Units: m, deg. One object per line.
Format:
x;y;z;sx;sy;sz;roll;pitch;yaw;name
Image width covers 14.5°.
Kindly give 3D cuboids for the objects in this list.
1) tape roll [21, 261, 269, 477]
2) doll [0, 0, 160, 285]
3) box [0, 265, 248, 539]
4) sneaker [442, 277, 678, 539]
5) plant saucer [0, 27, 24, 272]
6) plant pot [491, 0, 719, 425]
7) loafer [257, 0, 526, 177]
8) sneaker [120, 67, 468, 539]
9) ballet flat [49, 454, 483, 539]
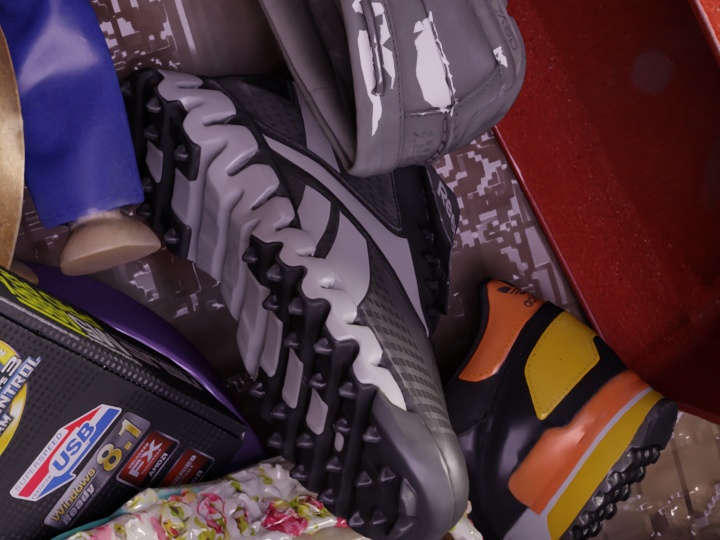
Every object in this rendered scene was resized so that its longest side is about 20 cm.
-0.122;0.100;0.915;0.199;0.066;0.201;-3;104;-11;tape roll
-0.128;-0.090;0.846;0.136;0.048;0.201;-18;85;9;doll
-0.142;0.091;0.806;0.200;0.044;0.160;-52;146;2;box
0.014;0.092;0.951;0.090;0.070;0.200;44;102;13;sneaker
-0.195;-0.033;0.828;0.199;0.035;0.201;1;93;20;plant saucer
0.151;-0.076;0.875;0.176;0.200;0.200;-33;108;-14;plant pot
-0.024;-0.122;0.855;0.070;0.070;0.200;-27;82;-30;loafer
0.000;0.000;0.864;0.090;0.200;0.067;-11;134;-24;sneaker
-0.038;0.096;0.834;0.200;0.064;0.076;-21;139;-38;ballet flat
